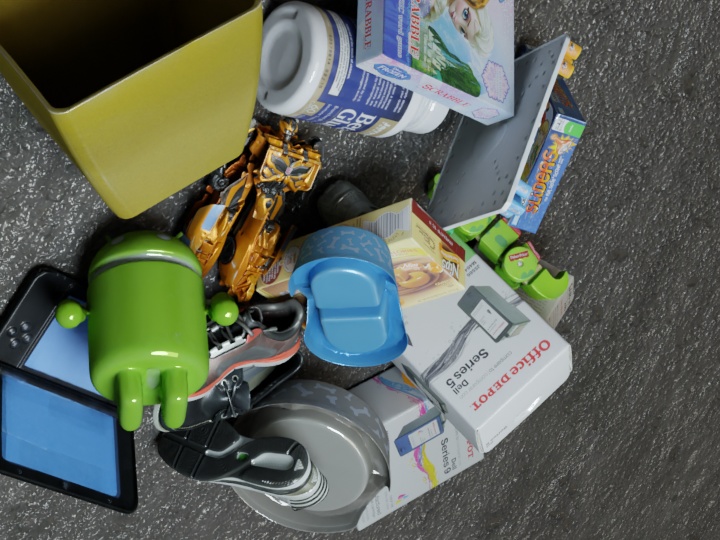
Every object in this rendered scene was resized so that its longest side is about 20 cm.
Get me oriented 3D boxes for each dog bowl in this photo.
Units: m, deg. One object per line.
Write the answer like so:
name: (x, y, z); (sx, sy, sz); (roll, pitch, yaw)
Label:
dog bowl: (-0.057, 0.208, 1.578); (0.059, 0.198, 0.202); (-70, 164, -52)
dog bowl: (-0.010, 0.027, 1.432); (0.110, 0.050, 0.201); (-2, 145, 8)

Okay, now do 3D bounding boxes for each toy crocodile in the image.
toy crocodile: (0.154, -0.037, 1.586); (0.062, 0.200, 0.068); (-44, 175, -14)

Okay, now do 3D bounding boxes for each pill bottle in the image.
pill bottle: (-0.003, -0.196, 1.404); (0.199, 0.111, 0.112); (8, 111, -40)

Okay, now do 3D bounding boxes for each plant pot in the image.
plant pot: (-0.203, -0.170, 1.221); (0.199, 0.200, 0.177); (-32, 142, -18)

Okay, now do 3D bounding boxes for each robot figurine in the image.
robot figurine: (-0.206, 0.050, 1.342); (0.173, 0.202, 0.116); (-2, 150, -9)
robot figurine: (-0.112, -0.066, 1.429); (0.144, 0.058, 0.201); (14, 114, -43)

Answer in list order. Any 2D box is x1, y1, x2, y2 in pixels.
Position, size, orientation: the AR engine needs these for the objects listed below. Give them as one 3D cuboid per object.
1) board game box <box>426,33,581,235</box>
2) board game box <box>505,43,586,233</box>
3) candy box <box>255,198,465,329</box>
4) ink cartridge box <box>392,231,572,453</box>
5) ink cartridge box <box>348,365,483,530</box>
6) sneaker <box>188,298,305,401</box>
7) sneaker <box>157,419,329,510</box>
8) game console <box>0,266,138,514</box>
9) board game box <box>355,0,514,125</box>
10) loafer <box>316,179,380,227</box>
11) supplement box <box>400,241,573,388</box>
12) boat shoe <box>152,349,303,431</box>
board game box: (0.146, -0.134, 1.464); (0.026, 0.200, 0.202); (26, 74, -18)
board game box: (0.185, -0.148, 1.514); (0.034, 0.201, 0.136); (15, 117, -13)
candy box: (0.000, 0.000, 1.486); (0.198, 0.056, 0.115); (-18, 142, 28)
ink cartridge box: (0.119, 0.079, 1.550); (0.145, 0.200, 0.084); (-41, 155, -10)
ink cartridge box: (0.048, 0.203, 1.708); (0.199, 0.087, 0.146); (-26, 129, -25)
sneaker: (-0.142, 0.068, 1.435); (0.199, 0.077, 0.082); (-21, 154, -35)
sneaker: (-0.124, 0.223, 1.521); (0.076, 0.199, 0.116); (-66, 147, -23)
game console: (-0.273, 0.121, 1.388); (0.199, 0.116, 0.177); (30, 97, -45)
board game box: (0.080, -0.272, 1.396); (0.198, 0.041, 0.202); (16, 69, -43)
loafer: (0.018, -0.024, 1.554); (0.070, 0.070, 0.200); (-47, 138, -3)
supplement box: (0.151, 0.070, 1.638); (0.201, 0.125, 0.074); (-55, 159, -16)
boat shoe: (-0.136, 0.124, 1.492); (0.199, 0.066, 0.075); (-24, 127, -48)
